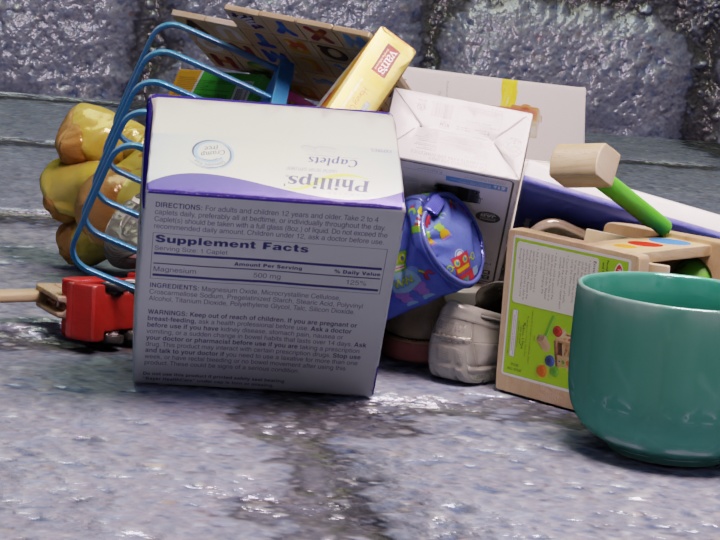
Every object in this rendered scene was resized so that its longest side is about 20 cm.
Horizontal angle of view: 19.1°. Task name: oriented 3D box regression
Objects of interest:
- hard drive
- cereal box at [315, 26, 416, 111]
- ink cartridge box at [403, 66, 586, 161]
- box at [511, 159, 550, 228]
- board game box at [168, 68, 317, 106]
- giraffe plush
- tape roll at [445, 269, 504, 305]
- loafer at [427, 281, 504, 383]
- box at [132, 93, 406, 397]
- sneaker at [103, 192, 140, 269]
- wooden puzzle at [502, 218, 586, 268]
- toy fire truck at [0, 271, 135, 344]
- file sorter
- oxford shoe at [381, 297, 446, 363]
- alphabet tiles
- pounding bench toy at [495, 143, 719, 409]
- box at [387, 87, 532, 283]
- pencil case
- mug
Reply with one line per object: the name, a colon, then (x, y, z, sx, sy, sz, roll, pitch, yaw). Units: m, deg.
hard drive: (0.227, -0.032, 1.780, 0.198, 0.026, 0.132, 17, -17, 5)
cereal box: (-0.035, -0.096, 1.696, 0.039, 0.144, 0.200, 35, -23, -6)
ink cartridge box: (0.095, -0.137, 2.022, 0.198, 0.084, 0.145, 5, -3, -20)
box: (0.134, -0.054, 1.967, 0.094, 0.079, 0.200, 6, -3, -9)
board game box: (-0.056, -0.116, 1.912, 0.199, 0.041, 0.153, 28, -9, -33)
giraffe plush: (-0.200, -0.058, 1.951, 0.198, 0.174, 0.162, -12, 20, 5)
tape roll: (0.072, 0.018, 1.970, 0.201, 0.037, 0.203, 4, 10, -1)
loafer: (0.121, 0.044, 1.737, 0.069, 0.071, 0.199, 10, 11, 28)
box: (-0.070, -0.015, 1.548, 0.182, 0.201, 0.106, 4, 46, -6)
sneaker: (-0.140, -0.026, 1.842, 0.074, 0.085, 0.199, 36, 38, 31)
wooden puzzle: (0.216, 0.016, 1.833, 0.198, 0.038, 0.185, 19, -13, -6)
toy fire truck: (-0.233, 0.026, 1.729, 0.140, 0.049, 0.199, 7, 7, 34)
file sorter: (-0.142, -0.085, 1.707, 0.122, 0.139, 0.201, 23, 34, -10)
oxford shoe: (0.029, 0.023, 1.797, 0.070, 0.076, 0.200, 0, 10, -25)
alphabet tiles: (-0.053, -0.174, 1.770, 0.198, 0.008, 0.167, 14, -15, 24)
pounding bench toy: (0.207, -0.002, 1.657, 0.124, 0.202, 0.155, 13, 13, 41)
box: (0.071, -0.064, 1.732, 0.115, 0.061, 0.200, 11, -24, 2)
pencil case: (0.000, 0.000, 1.695, 0.199, 0.087, 0.078, -21, 23, 32)
mug: (0.234, 0.073, 1.488, 0.183, 0.116, 0.152, 10, 10, 26)
